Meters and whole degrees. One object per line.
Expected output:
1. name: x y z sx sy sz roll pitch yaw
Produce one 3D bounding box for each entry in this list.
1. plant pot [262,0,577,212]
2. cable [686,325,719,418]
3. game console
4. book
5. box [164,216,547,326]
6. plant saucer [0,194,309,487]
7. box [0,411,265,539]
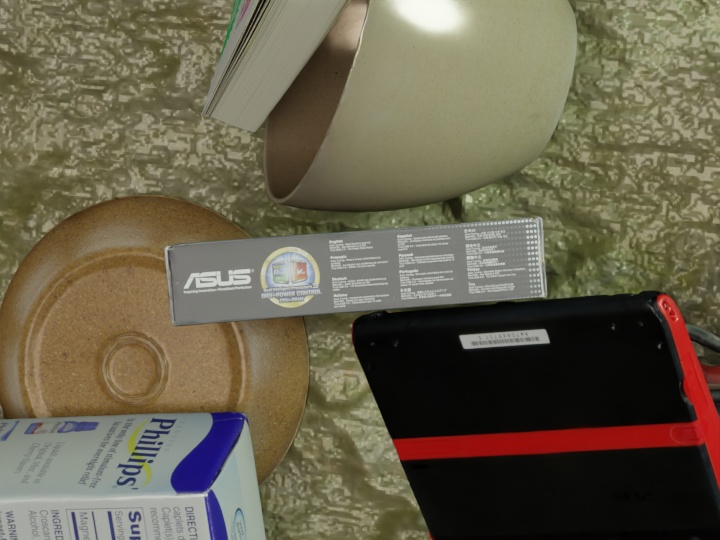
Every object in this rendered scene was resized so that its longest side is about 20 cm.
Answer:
1. plant pot: 0.040 -0.118 1.348 0.133 0.200 0.202 15 99 -14
2. cable: 0.230 0.067 1.385 0.198 0.050 0.098 -10 95 2
3. game console: 0.106 0.091 1.363 0.199 0.031 0.178 -6 118 31
4. book: -0.027 -0.180 1.323 0.048 0.200 0.134 18 59 -11
5. box: 0.000 0.000 1.352 0.198 0.160 0.045 -5 90 2
6. plant saucer: -0.130 0.057 1.466 0.198 0.035 0.202 1 95 13
7. box: -0.157 0.188 1.428 0.198 0.105 0.185 -2 112 13
